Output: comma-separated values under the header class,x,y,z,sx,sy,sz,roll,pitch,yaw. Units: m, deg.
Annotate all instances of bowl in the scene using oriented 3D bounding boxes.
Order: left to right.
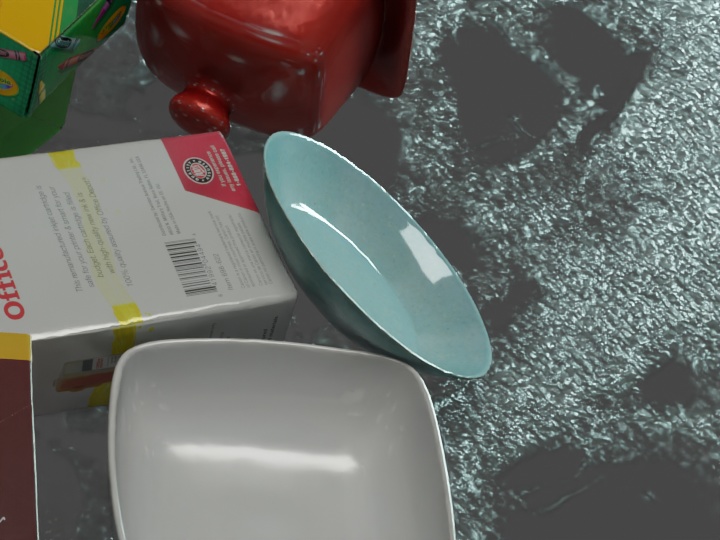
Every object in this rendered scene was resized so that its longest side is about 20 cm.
class,x,y,z,sx,sy,sz,roll,pitch,yaw
bowl,-0.052,0.139,1.473,0.198,0.075,0.201,5,47,-14

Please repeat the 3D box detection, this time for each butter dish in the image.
class,x,y,z,sx,sy,sz,roll,pitch,yaw
butter dish,-0.077,-0.153,1.687,0.198,0.200,0.148,27,69,8

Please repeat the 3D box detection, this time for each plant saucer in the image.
class,x,y,z,sx,sy,sz,roll,pitch,yaw
plant saucer,0.000,0.000,1.600,0.201,0.039,0.201,42,20,-19

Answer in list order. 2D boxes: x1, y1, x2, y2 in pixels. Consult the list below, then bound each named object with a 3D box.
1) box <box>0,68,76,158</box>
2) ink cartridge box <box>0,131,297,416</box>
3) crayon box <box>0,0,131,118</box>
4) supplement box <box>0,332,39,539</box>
class,x,y,z,sx,sy,sz,roll,pitch,yaw
box,-0.308,-0.118,1.619,0.176,0.097,0.200,35,48,13
ink cartridge box,-0.160,0.002,1.559,0.199,0.084,0.146,-8,52,-24
crayon box,-0.254,-0.191,1.596,0.199,0.058,0.119,30,46,9
supplement box,-0.274,0.146,1.355,0.196,0.133,0.201,4,47,-14
